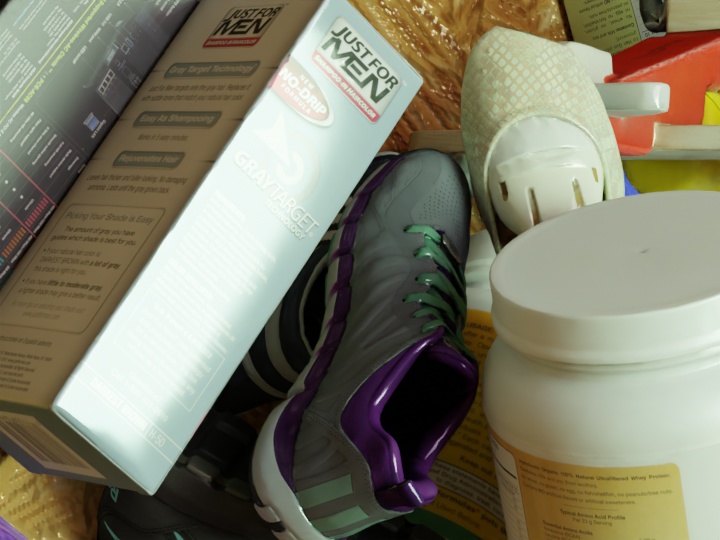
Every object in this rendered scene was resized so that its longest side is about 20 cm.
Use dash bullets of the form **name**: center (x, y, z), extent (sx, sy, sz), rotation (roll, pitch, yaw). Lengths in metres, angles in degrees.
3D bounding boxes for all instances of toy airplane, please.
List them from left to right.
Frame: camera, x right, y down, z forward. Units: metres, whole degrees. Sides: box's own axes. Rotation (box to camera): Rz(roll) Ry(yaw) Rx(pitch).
- **toy airplane**: center (0.137, -0.054, 1.369), extent (0.198, 0.200, 0.142), rotation (-11, 106, -11)

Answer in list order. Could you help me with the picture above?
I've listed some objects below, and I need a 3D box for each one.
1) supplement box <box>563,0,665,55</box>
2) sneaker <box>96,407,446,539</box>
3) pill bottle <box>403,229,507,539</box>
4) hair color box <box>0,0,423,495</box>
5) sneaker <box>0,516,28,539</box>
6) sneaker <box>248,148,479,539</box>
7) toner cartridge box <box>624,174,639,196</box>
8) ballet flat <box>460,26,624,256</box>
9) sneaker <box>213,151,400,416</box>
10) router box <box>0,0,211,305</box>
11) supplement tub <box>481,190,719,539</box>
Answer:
- **supplement box**: center (0.214, -0.182, 1.592), extent (0.199, 0.134, 0.201), rotation (-11, 85, -47)
- **sneaker**: center (-0.022, 0.132, 1.234), extent (0.199, 0.080, 0.075), rotation (33, 26, 5)
- **pill bottle**: center (0.049, 0.081, 1.352), extent (0.113, 0.112, 0.201), rotation (46, 48, -26)
- **hair color box**: center (-0.070, -0.014, 1.144), extent (0.061, 0.099, 0.201), rotation (43, 69, -28)
- **sneaker**: center (-0.107, 0.170, 1.178), extent (0.201, 0.088, 0.081), rotation (56, 46, -16)
- **sneaker**: center (0.027, 0.028, 1.202), extent (0.074, 0.087, 0.201), rotation (43, 49, -31)
- **toner cartridge box**: center (0.142, 0.006, 1.525), extent (0.095, 0.043, 0.201), rotation (-40, 107, -44)
- **ballet flat**: center (0.088, -0.006, 1.258), extent (0.062, 0.067, 0.201), rotation (-117, -165, -76)
- **sneaker**: center (0.000, 0.000, 1.327), extent (0.200, 0.108, 0.070), rotation (-43, 107, -43)
- **router box**: center (-0.121, -0.043, 1.206), extent (0.150, 0.062, 0.200), rotation (46, 67, -27)
- **supplement tub**: center (0.127, 0.084, 1.181), extent (0.144, 0.144, 0.201), rotation (-35, 122, -46)
